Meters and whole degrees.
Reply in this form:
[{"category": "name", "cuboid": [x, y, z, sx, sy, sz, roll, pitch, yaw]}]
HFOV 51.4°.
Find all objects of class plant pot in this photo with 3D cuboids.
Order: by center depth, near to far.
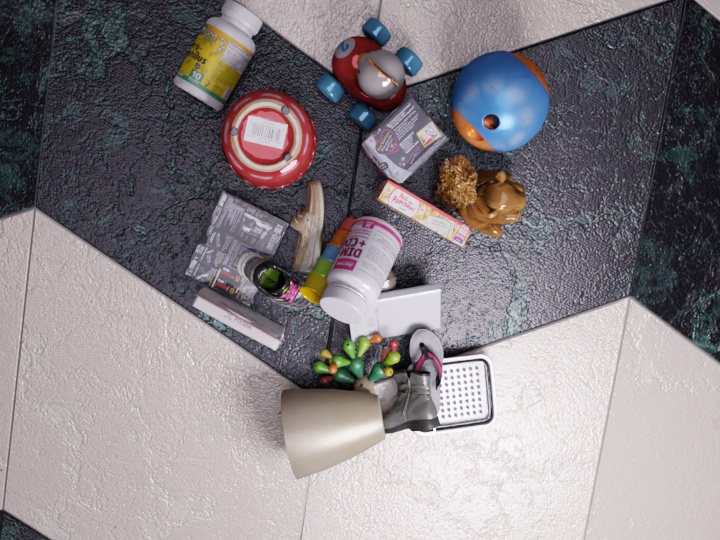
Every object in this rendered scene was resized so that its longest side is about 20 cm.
[{"category": "plant pot", "cuboid": [-0.187, -0.263, 1.517, 0.199, 0.183, 0.202, 0, 99, -3]}, {"category": "plant pot", "cuboid": [-0.052, 0.326, 1.582, 0.198, 0.187, 0.189, -11, 97, 0]}]

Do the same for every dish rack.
[{"category": "dish rack", "cuboid": [0.202, 0.275, 1.673, 0.198, 0.044, 0.173, -7, 96, -3]}]

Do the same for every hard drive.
[{"category": "hard drive", "cuboid": [0.073, 0.093, 1.614, 0.198, 0.027, 0.132, -9, 137, -3]}]

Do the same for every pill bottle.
[{"category": "pill bottle", "cuboid": [0.000, 0.000, 1.515, 0.113, 0.113, 0.201, 29, 62, -7]}, {"category": "pill bottle", "cuboid": [-0.284, -0.439, 1.522, 0.112, 0.113, 0.201, 31, 94, -7]}]

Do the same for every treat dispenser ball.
[{"category": "treat dispenser ball", "cuboid": [0.284, -0.344, 1.528, 0.199, 0.201, 0.203, 0, 97, -4]}]

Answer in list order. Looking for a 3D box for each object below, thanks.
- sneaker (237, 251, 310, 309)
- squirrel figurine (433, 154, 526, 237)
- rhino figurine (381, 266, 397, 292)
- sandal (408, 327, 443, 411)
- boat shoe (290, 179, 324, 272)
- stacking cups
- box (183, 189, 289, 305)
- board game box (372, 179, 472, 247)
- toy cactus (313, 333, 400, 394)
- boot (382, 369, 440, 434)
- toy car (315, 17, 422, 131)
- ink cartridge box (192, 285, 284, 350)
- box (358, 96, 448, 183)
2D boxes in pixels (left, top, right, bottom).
[{"category": "sneaker", "cuboid": [-0.167, 0.033, 1.566, 0.200, 0.087, 0.074, 37, 87, -38]}, {"category": "squirrel figurine", "cuboid": [0.248, -0.155, 1.555, 0.199, 0.187, 0.143, 18, 95, -6]}, {"category": "rhino figurine", "cuboid": [-0.012, 0.034, 1.607, 0.198, 0.087, 0.060, -14, 97, -3]}, {"category": "sandal", "cuboid": [0.147, 0.223, 1.619, 0.074, 0.045, 0.202, -5, 96, -3]}, {"category": "boat shoe", "cuboid": [-0.116, -0.093, 1.593, 0.069, 0.074, 0.202, 2, 97, -10]}, {"category": "stacking cups", "cuboid": [-0.058, -0.028, 1.570, 0.060, 0.061, 0.201, 31, 66, -7]}, {"category": "box", "cuboid": [-0.264, -0.049, 1.599, 0.157, 0.050, 0.201, 25, 94, -7]}, {"category": "board game box", "cuboid": [0.125, -0.121, 1.568, 0.199, 0.152, 0.047, 29, 94, -7]}, {"category": "toy cactus", "cuboid": [0.000, 0.225, 1.625, 0.198, 0.102, 0.166, -15, 115, 6]}, {"category": "boot", "cuboid": [0.090, 0.280, 1.621, 0.067, 0.199, 0.132, -5, 81, -44]}, {"category": "toy car", "cuboid": [0.024, -0.403, 1.504, 0.177, 0.200, 0.185, 41, 92, -7]}, {"category": "ink cartridge box", "cuboid": [-0.253, 0.103, 1.554, 0.199, 0.174, 0.044, 30, 94, -7]}, {"category": "box", "cuboid": [0.080, -0.259, 1.524, 0.132, 0.200, 0.115, -43, 96, 1]}]
